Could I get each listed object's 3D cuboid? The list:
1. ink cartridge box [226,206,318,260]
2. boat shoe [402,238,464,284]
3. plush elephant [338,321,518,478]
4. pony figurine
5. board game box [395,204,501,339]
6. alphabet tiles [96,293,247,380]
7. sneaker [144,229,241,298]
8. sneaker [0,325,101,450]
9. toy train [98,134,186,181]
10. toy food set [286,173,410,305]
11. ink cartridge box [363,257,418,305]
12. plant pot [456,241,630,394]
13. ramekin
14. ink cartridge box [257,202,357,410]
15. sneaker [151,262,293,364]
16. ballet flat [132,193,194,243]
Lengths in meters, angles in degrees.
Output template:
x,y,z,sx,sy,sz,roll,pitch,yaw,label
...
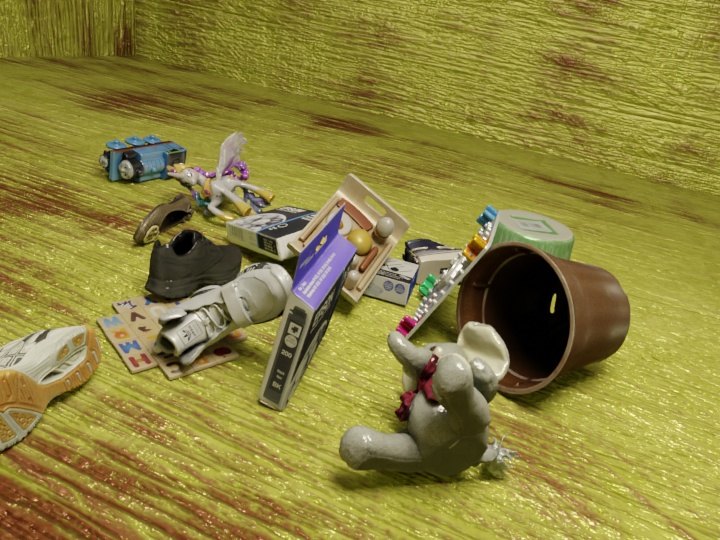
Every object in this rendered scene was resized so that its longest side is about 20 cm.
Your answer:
x,y,z,sx,sy,sz,roll,pitch,yaw,label
-0.118,-0.082,1.031,0.197,0.045,0.196,-20,23,-35,ink cartridge box
0.174,-0.026,1.080,0.194,0.076,0.093,1,33,-19,boat shoe
0.083,0.131,0.619,0.198,0.165,0.157,29,27,-32,plush elephant
-0.282,-0.182,1.169,0.197,0.169,0.193,33,30,7,pony figurine
0.139,-0.002,0.871,0.026,0.201,0.200,39,27,1,board game box
-0.258,0.080,0.766,0.164,0.006,0.198,-12,33,-41,alphabet tiles
-0.252,-0.022,0.879,0.074,0.093,0.199,15,18,19,sneaker
-0.367,0.122,0.577,0.085,0.078,0.200,1,18,19,sneaker
-0.506,-0.259,1.301,0.112,0.089,0.199,26,28,19,toy train
-0.015,-0.057,0.917,0.143,0.061,0.201,39,52,-2,toy food set
0.000,0.000,0.993,0.195,0.045,0.094,15,24,11,ink cartridge box
0.277,0.065,0.809,0.194,0.205,0.200,1,25,-36,plant pot
0.355,-0.053,1.185,0.194,0.100,0.201,8,25,-4,ramekin
-0.056,0.037,0.703,0.042,0.204,0.199,21,26,4,ink cartridge box
-0.173,0.058,0.688,0.196,0.077,0.115,-17,16,36,sneaker
-0.364,-0.095,1.047,0.046,0.067,0.201,40,19,-10,ballet flat
